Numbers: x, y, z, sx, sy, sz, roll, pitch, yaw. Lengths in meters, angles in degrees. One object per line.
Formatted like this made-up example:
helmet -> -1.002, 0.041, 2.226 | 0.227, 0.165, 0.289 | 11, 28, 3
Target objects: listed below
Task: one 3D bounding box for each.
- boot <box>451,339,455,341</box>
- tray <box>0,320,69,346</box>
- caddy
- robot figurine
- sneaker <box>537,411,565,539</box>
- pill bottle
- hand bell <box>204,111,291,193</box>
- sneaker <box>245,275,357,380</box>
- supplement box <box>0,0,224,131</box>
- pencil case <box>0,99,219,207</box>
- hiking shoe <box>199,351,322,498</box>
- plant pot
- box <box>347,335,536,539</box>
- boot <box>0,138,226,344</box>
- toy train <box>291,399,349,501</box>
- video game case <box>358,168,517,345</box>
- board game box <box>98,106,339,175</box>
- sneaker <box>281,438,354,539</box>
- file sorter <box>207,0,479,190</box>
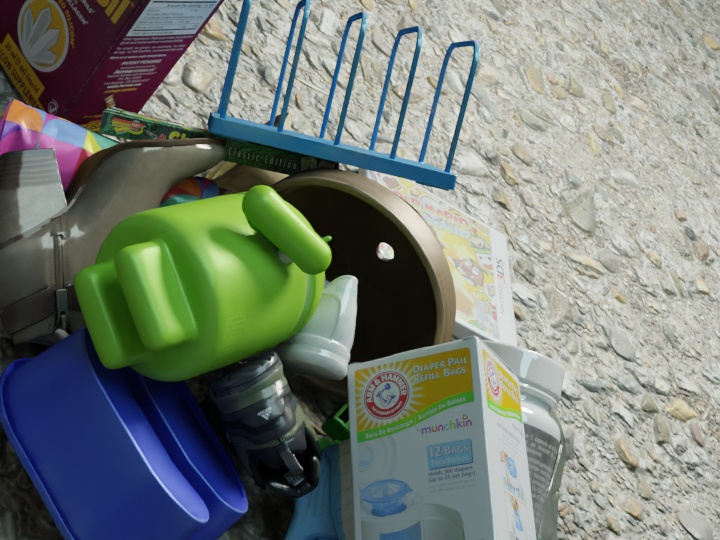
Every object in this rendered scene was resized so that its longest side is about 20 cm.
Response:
boot -> 0.015, 0.002, 1.223 | 0.186, 0.064, 0.201 | -4, 79, -45
tray -> -0.244, 0.020, 1.029 | 0.199, 0.022, 0.108 | 14, 45, -37
caddy -> -0.173, 0.133, 0.922 | 0.200, 0.105, 0.141 | 56, 14, 15
robot figurine -> -0.104, 0.008, 0.920 | 0.200, 0.175, 0.116 | -18, 84, -54
sneaker -> 0.127, 0.174, 1.212 | 0.114, 0.076, 0.200 | 38, 41, -22
pill bottle -> 0.101, 0.166, 1.089 | 0.113, 0.114, 0.201 | 25, 72, -27
hand bell -> -0.048, -0.041, 1.261 | 0.200, 0.104, 0.104 | 51, 33, -16
sneaker -> -0.060, 0.035, 1.056 | 0.075, 0.200, 0.089 | 25, 77, -33
supplement box -> -0.222, -0.229, 1.143 | 0.103, 0.200, 0.131 | -17, 67, -52
pencil case -> -0.211, -0.067, 1.077 | 0.199, 0.088, 0.089 | 23, 40, -17
hiking shoe -> -0.073, 0.129, 0.994 | 0.200, 0.075, 0.101 | 94, -27, -78
plant pot -> 0.000, 0.000, 1.095 | 0.201, 0.201, 0.093 | 47, 40, 2
box -> 0.062, 0.165, 0.979 | 0.101, 0.112, 0.201 | 42, 40, -56
boot -> -0.188, -0.022, 0.999 | 0.199, 0.070, 0.147 | -8, 88, -22
toy train -> 0.003, 0.131, 1.120 | 0.056, 0.042, 0.200 | 42, 52, 3
video game case -> 0.081, -0.013, 1.398 | 0.199, 0.023, 0.183 | 28, 39, -24
board game box -> -0.121, -0.107, 1.127 | 0.199, 0.024, 0.105 | 12, 9, -10
sneaker -> -0.021, 0.235, 1.012 | 0.078, 0.090, 0.201 | 39, 41, -62
file sorter -> -0.016, -0.152, 1.089 | 0.199, 0.123, 0.139 | 12, 6, -9
